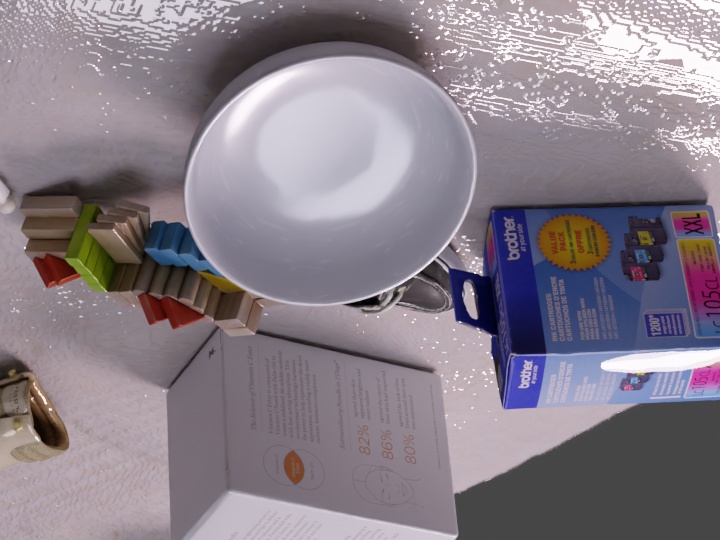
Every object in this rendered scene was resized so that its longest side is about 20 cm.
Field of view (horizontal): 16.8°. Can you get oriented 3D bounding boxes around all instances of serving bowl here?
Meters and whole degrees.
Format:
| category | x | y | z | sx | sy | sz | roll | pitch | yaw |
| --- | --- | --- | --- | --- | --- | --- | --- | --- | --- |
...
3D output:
| category | x | y | z | sx | sy | sz | roll | pitch | yaw |
| --- | --- | --- | --- | --- | --- | --- | --- | --- | --- |
| serving bowl | -0.024 | -0.074 | 1.653 | 0.200 | 0.066 | 0.200 | -6 | 125 | -9 |

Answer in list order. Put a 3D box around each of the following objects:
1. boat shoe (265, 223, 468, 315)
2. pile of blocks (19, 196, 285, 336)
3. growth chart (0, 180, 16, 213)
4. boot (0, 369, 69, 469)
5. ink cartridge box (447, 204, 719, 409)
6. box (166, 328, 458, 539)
| category | x | y | z | sx | sy | sz | roll | pitch | yaw |
| --- | --- | --- | --- | --- | --- | --- | --- | --- | --- |
| boat shoe | 0.000 | 0.000 | 1.781 | 0.200 | 0.064 | 0.071 | 24 | 135 | -35 |
| pile of blocks | -0.149 | 0.002 | 1.716 | 0.200 | 0.062 | 0.082 | 13 | 153 | 6 |
| growth chart | -0.345 | -0.048 | 1.709 | 0.200 | 0.018 | 0.145 | -24 | 140 | 22 |
| boot | -0.329 | 0.111 | 1.882 | 0.155 | 0.073 | 0.200 | -17 | 145 | 16 |
| ink cartridge box | 0.164 | 0.026 | 1.778 | 0.200 | 0.137 | 0.076 | -3 | 142 | -4 |
| box | -0.040 | 0.150 | 1.909 | 0.200 | 0.152 | 0.106 | 14 | 141 | -24 |
